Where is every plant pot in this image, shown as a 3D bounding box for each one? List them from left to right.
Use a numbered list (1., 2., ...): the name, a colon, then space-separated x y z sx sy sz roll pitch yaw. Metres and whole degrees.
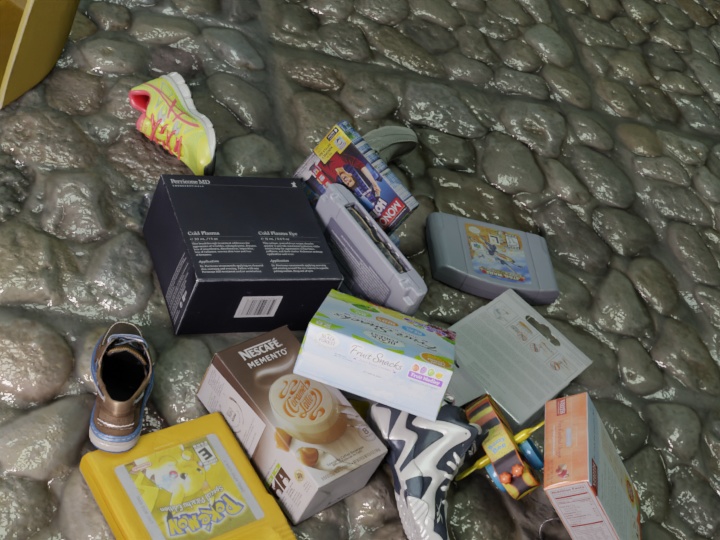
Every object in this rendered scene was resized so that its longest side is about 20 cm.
1. plant pot: -0.487 -0.370 1.587 0.194 0.196 0.200 34 32 7

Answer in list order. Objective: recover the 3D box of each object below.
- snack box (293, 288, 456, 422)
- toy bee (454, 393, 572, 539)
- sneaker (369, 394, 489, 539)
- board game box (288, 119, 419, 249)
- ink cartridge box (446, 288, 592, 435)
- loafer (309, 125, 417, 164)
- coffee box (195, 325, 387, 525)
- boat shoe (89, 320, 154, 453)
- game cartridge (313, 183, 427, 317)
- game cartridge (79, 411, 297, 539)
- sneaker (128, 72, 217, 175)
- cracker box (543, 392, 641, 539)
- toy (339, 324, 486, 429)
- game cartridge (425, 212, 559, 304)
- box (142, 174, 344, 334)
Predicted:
1. snack box: 0.023 0.093 1.343 0.168 0.068 0.200 19 12 2
2. toy bee: 0.186 0.225 1.382 0.200 0.131 0.109 36 -2 29
3. sneaker: 0.100 0.230 1.331 0.129 0.080 0.200 -15 60 -12
4. board game box: -0.004 -0.076 1.571 0.200 0.200 0.062 48 44 2
5. ink cartridge box: 0.198 0.124 1.560 0.163 0.057 0.200 43 38 17
6. loafer: 0.011 -0.166 1.740 0.199 0.070 0.070 -21 65 -32
7. coffee box: -0.081 0.173 1.326 0.114 0.080 0.200 -21 60 -42
8. boat shoe: -0.258 0.110 1.280 0.072 0.073 0.200 8 32 -17
9. game cartridge: 0.000 0.000 1.507 0.041 0.133 0.200 -17 59 -40
10. game cartridge: -0.176 0.255 1.228 0.176 0.032 0.200 -14 55 -38
11. sneaker: -0.264 -0.195 1.617 0.090 0.078 0.200 -14 49 -28
12. cracker box: 0.275 0.261 1.364 0.200 0.057 0.134 59 27 -33
13. toy: 0.045 0.154 1.442 0.200 0.047 0.115 -21 64 -36
14. game cartridge: 0.196 -0.014 1.706 0.199 0.042 0.133 12 39 -18
15. box: -0.152 -0.022 1.469 0.199 0.104 0.183 0 48 -29
